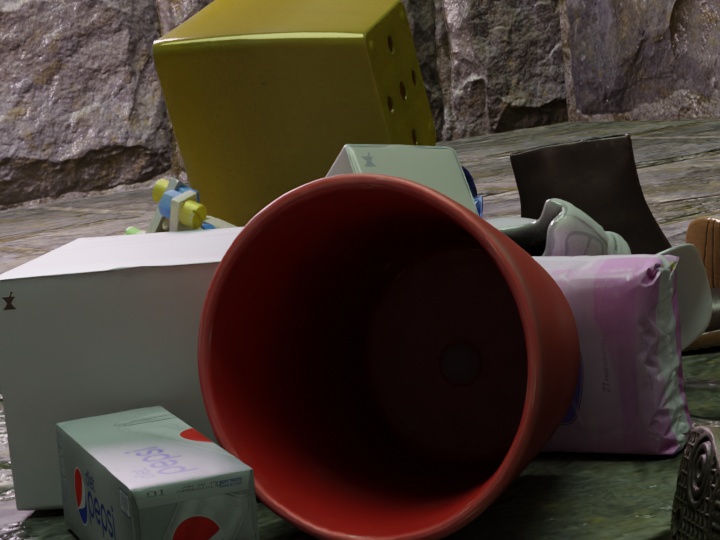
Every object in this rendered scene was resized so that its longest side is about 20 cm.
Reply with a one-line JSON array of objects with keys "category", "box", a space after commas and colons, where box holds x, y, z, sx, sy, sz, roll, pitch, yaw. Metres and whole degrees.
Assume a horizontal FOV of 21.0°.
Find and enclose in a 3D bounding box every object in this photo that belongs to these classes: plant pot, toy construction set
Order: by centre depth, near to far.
[{"category": "plant pot", "box": [0.033, 0.050, 1.097, 0.199, 0.202, 0.177, -3, -3, 22]}, {"category": "toy construction set", "box": [-0.143, 0.033, 1.419, 0.092, 0.201, 0.131, 37, 13, 24]}, {"category": "plant pot", "box": [-0.043, -0.140, 1.688, 0.175, 0.201, 0.200, -8, 18, 19]}]

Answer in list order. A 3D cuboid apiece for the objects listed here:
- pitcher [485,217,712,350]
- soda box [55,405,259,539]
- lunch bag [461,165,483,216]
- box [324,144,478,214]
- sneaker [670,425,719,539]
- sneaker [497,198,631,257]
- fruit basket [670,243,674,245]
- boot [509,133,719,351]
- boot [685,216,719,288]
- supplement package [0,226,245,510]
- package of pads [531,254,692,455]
[{"category": "pitcher", "box": [0.125, 0.038, 1.387, 0.199, 0.122, 0.171, 7, 36, 41]}, {"category": "soda box", "box": [-0.113, 0.124, 1.060, 0.068, 0.064, 0.200, -8, 8, -18]}, {"category": "lunch bag", "box": [0.021, -0.035, 1.841, 0.169, 0.124, 0.200, -19, 9, 16]}, {"category": "box", "box": [0.000, 0.000, 1.404, 0.094, 0.078, 0.200, -1, -35, -28]}, {"category": "sneaker", "box": [0.196, 0.124, 0.887, 0.075, 0.071, 0.200, 13, 9, -6]}, {"category": "sneaker", "box": [0.081, 0.015, 1.309, 0.199, 0.075, 0.081, -31, -47, 21]}, {"category": "fruit basket", "box": [0.144, 0.000, 1.691, 0.199, 0.094, 0.185, -3, 7, 45]}, {"category": "boot", "box": [0.216, -0.022, 1.508, 0.199, 0.168, 0.072, -4, 8, 13]}, {"category": "boot", "box": [0.393, -0.017, 1.690, 0.155, 0.073, 0.200, -10, 10, -26]}, {"category": "supplement package", "box": [-0.114, 0.055, 1.254, 0.190, 0.148, 0.200, -4, 8, 9]}, {"category": "package of pads", "box": [0.107, 0.051, 1.220, 0.199, 0.121, 0.076, -1, 9, 28]}]
